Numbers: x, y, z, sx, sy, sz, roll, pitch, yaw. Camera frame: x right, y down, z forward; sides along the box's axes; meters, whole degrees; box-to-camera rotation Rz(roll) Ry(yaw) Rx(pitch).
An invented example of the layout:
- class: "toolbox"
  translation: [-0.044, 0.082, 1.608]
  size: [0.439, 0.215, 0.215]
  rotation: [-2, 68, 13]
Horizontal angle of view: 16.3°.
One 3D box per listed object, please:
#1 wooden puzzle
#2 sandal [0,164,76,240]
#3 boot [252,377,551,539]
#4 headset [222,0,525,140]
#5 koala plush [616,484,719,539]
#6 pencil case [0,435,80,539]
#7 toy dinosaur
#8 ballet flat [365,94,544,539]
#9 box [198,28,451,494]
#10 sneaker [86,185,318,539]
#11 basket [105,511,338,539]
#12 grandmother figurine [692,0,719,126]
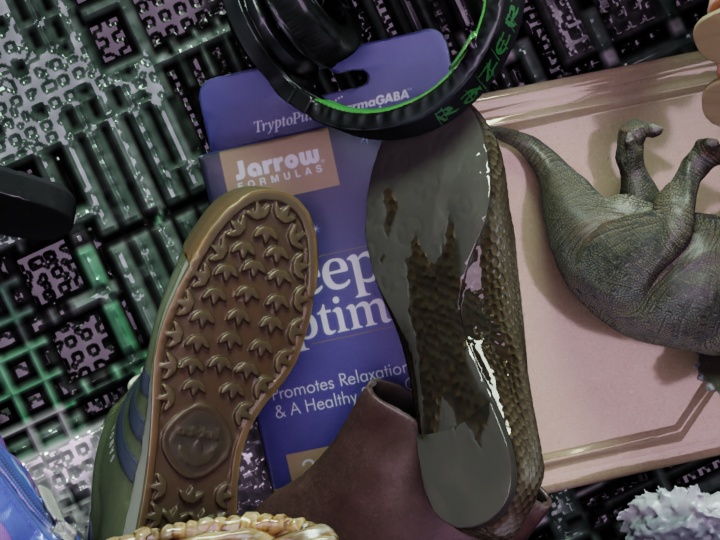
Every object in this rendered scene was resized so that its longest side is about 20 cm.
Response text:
- class: "wooden puzzle"
  translation: [0.127, -0.001, 1.163]
  size: [0.199, 0.037, 0.185]
  rotation: [-11, 92, -2]
- class: "sandal"
  translation: [-0.223, -0.038, 1.093]
  size: [0.200, 0.075, 0.045]
  rotation: [16, 72, -10]
- class: "boot"
  translation: [0.033, 0.164, 1.104]
  size: [0.200, 0.072, 0.166]
  rotation: [39, 111, -2]
- class: "headset"
  translation: [-0.023, -0.142, 1.089]
  size: [0.200, 0.094, 0.124]
  rotation: [38, 100, 27]
- class: "koala plush"
  translation: [0.209, 0.167, 1.104]
  size: [0.199, 0.184, 0.178]
  rotation: [3, 90, -3]
- class: "pencil case"
  translation: [-0.198, 0.076, 1.096]
  size: [0.087, 0.078, 0.200]
  rotation: [-33, 95, 16]
- class: "toy dinosaur"
  translation: [0.139, -0.005, 1.108]
  size: [0.200, 0.077, 0.102]
  rotation: [28, 83, -6]
- class: "ballet flat"
  translation: [0.046, 0.019, 1.070]
  size: [0.067, 0.046, 0.200]
  rotation: [-22, 64, 29]
- class: "box"
  translation: [0.000, 0.000, 1.132]
  size: [0.121, 0.032, 0.201]
  rotation: [-12, 91, 8]
- class: "sneaker"
  translation: [-0.081, 0.057, 1.104]
  size: [0.067, 0.090, 0.201]
  rotation: [13, 92, -27]
- class: "basket"
  translation: [-0.088, 0.201, 1.023]
  size: [0.200, 0.149, 0.143]
  rotation: [-20, 58, -21]
- class: "grandmother figurine"
  translation: [0.182, -0.145, 1.109]
  size: [0.060, 0.200, 0.121]
  rotation: [6, 134, 10]
